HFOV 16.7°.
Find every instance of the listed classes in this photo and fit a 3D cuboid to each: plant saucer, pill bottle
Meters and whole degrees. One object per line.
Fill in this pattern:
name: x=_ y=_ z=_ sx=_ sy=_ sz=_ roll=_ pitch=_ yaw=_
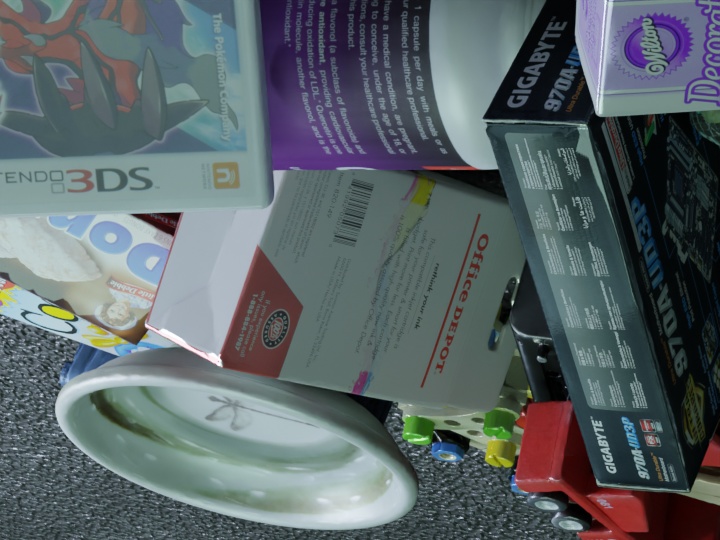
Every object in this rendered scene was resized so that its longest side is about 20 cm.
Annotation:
plant saucer: x=-0.062 y=0.081 z=1.317 sx=0.200 sy=0.050 sz=0.200 roll=12 pitch=156 yaw=6
pill bottle: x=0.012 y=-0.100 z=1.074 sx=0.200 sy=0.113 sz=0.112 roll=2 pitch=152 yaw=27

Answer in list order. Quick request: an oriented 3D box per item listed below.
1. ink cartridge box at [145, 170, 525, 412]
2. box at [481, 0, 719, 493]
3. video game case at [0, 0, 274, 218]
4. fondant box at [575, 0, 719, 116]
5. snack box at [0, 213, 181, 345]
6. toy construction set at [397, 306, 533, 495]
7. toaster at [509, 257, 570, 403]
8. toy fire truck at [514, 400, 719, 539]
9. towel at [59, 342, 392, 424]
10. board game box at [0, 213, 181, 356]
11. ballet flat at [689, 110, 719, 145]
ink cartridge box: x=0.000 y=0.000 z=1.235 sx=0.200 sy=0.117 sz=0.067 roll=15 pitch=-174 yaw=-44
box: x=0.121 y=-0.033 z=1.017 sx=0.046 sy=0.159 sz=0.200 roll=2 pitch=132 yaw=28
video game case: x=-0.134 y=-0.119 z=1.027 sx=0.182 sy=0.023 sz=0.200 roll=-2 pitch=108 yaw=7
fondant box: x=0.180 y=-0.131 z=0.863 sx=0.200 sy=0.058 sz=0.144 roll=-3 pitch=132 yaw=-3
snack box: x=-0.179 y=-0.036 z=1.214 sx=0.200 sy=0.024 sz=0.072 roll=28 pitch=122 yaw=-18
toy construction set: x=0.104 y=0.091 z=1.462 sx=0.200 sy=0.092 sz=0.131 roll=38 pitch=148 yaw=-20
toaster: x=0.184 y=0.039 z=1.263 sx=0.181 sy=0.119 sz=0.200 roll=7 pitch=154 yaw=16
toy fire truck: x=0.156 y=0.100 z=1.208 sx=0.141 sy=0.049 sz=0.200 roll=-5 pitch=149 yaw=35
towel: x=-0.070 y=0.052 z=1.437 sx=0.200 sy=0.112 sz=0.049 roll=3 pitch=135 yaw=22
board game box: x=-0.113 y=-0.016 z=1.326 sx=0.200 sy=0.105 sz=0.103 roll=21 pitch=155 yaw=-12
ballet flat: x=0.211 y=-0.046 z=1.026 sx=0.200 sy=0.074 sz=0.074 roll=28 pitch=152 yaw=-35
